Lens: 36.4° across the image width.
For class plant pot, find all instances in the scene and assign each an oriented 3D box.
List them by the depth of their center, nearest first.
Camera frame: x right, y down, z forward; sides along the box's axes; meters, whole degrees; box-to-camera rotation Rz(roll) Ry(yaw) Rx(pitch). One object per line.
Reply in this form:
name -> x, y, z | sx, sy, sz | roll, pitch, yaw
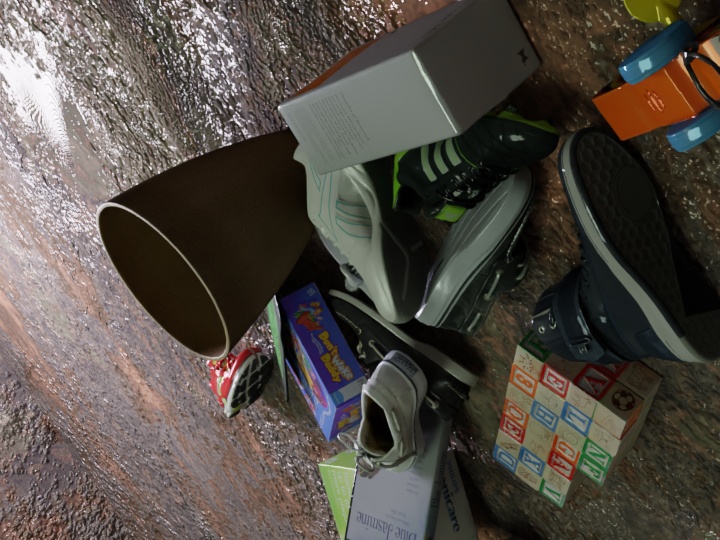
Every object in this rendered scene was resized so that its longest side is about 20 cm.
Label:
plant pot -> -0.127, -0.045, 1.093 | 0.185, 0.200, 0.188 | 34, 148, 25

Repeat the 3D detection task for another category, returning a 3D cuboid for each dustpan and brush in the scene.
dustpan and brush -> 0.000, 0.000, 1.111 | 0.140, 0.057, 0.200 | 48, -178, 5

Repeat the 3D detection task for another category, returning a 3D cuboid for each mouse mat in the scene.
mouse mat -> -0.103, 0.042, 1.273 | 0.201, 0.007, 0.163 | 90, 167, -57

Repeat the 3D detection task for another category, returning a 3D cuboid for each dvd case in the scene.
dvd case -> 0.042, 0.224, 1.236 | 0.017, 0.203, 0.142 | 11, 176, -37

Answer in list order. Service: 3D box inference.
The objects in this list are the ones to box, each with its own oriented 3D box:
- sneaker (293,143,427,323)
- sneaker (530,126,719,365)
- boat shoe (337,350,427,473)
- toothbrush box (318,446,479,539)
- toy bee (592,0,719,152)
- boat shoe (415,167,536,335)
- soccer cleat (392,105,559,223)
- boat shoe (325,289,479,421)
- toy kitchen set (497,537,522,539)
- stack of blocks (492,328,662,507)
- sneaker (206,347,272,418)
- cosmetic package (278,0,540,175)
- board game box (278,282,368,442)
sneaker -> 0.001, -0.044, 0.978 | 0.080, 0.070, 0.203 | -26, 75, 34
sneaker -> 0.172, -0.008, 0.839 | 0.145, 0.077, 0.204 | -8, 120, 55
boat shoe -> 0.020, 0.169, 1.124 | 0.074, 0.086, 0.203 | 38, 152, 20
toothbrush box -> 0.047, 0.298, 1.354 | 0.199, 0.085, 0.148 | -8, 100, 57
toy bee -> 0.215, -0.119, 0.637 | 0.131, 0.108, 0.200 | 54, 178, -27
boat shoe -> 0.111, -0.016, 0.935 | 0.070, 0.073, 0.201 | 18, 142, -9
soccer cleat -> 0.086, -0.079, 0.853 | 0.067, 0.082, 0.199 | 12, 174, -26
boat shoe -> 0.033, 0.087, 1.158 | 0.199, 0.061, 0.074 | 32, 179, 25
toy kitchen set -> 0.246, 0.409, 1.285 | 0.163, 0.178, 0.203 | 14, -114, -75
stack of blocks -> 0.194, 0.139, 1.010 | 0.115, 0.058, 0.201 | 35, 149, 23
sneaker -> -0.185, 0.149, 1.559 | 0.085, 0.077, 0.200 | 49, 152, 9
cosmetic package -> 0.031, -0.142, 0.849 | 0.199, 0.101, 0.072 | -7, 120, 57
board game box -> -0.044, 0.111, 1.254 | 0.136, 0.044, 0.200 | 61, 167, 14
